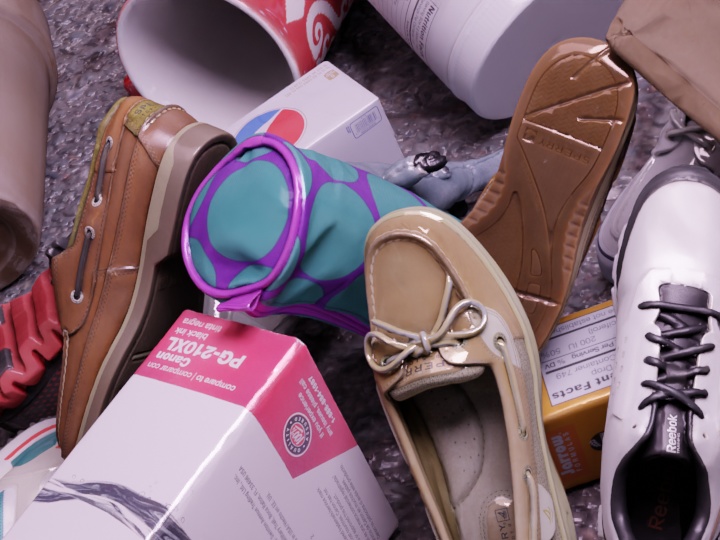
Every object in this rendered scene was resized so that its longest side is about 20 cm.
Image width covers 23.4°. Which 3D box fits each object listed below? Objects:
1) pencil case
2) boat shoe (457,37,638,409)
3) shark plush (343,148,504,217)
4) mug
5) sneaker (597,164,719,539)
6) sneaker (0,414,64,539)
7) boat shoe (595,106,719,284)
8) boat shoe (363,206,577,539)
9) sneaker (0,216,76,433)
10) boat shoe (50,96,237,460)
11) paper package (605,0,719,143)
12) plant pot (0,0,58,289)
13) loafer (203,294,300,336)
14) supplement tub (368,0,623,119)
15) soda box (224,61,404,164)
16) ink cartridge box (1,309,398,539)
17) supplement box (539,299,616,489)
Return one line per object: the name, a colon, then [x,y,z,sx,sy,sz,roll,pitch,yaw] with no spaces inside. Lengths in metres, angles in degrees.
pencil case: [0.000,0.000,0.892,0.085,0.200,0.093,-6,71,38]
boat shoe: [0.084,-0.016,0.858,0.072,0.072,0.201,25,97,18]
shark plush: [0.022,-0.037,0.990,0.199,0.083,0.091,-2,61,-32]
mug: [-0.083,-0.201,1.202,0.176,0.134,0.201,4,45,27]
sneaker: [0.147,0.050,0.786,0.073,0.080,0.202,3,85,10]
sneaker: [-0.192,0.162,0.915,0.093,0.071,0.200,16,52,45]
boat shoe: [0.200,-0.073,0.972,0.200,0.066,0.072,-40,43,-17]
boat shoe: [0.046,0.069,0.804,0.073,0.202,0.063,-14,4,23]
sneaker: [-0.148,0.030,0.993,0.200,0.098,0.071,-39,43,21]
boat shoe: [-0.123,0.009,0.898,0.068,0.072,0.201,25,103,23]
paper package: [0.238,-0.111,0.846,0.190,0.104,0.200,42,31,9]
plant pot: [-0.285,-0.080,1.146,0.199,0.200,0.174,-23,56,2]
loafer: [-0.077,0.037,0.988,0.070,0.070,0.201,-31,31,45]
supplement tub: [0.058,-0.207,1.085,0.132,0.132,0.200,-36,66,-12]
soda box: [-0.073,-0.043,1.079,0.199,0.064,0.068,-35,42,-12]
ink cartridge box: [-0.085,0.144,0.825,0.084,0.145,0.200,13,53,37]
supplement box: [0.176,0.041,0.865,0.199,0.067,0.069,-19,44,8]
